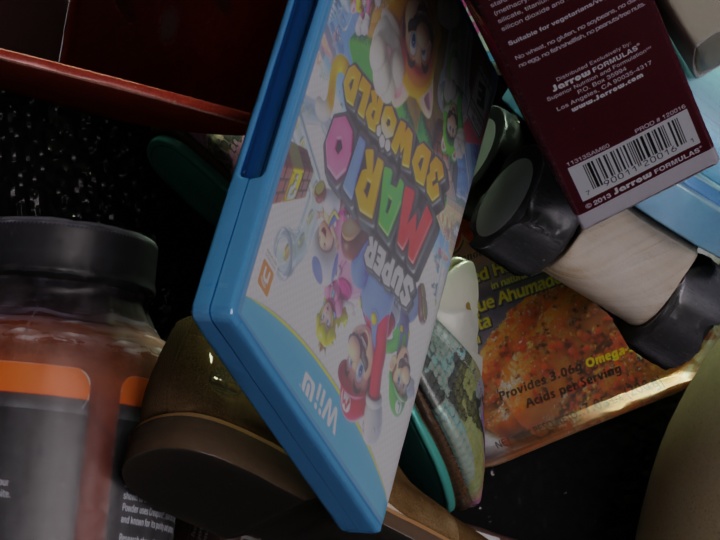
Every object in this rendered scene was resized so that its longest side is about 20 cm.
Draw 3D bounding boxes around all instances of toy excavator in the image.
[{"bbox_3d":[0.124,-0.085,1.145,0.100,0.194,0.200,33,98,-20],"label":"toy excavator"}]

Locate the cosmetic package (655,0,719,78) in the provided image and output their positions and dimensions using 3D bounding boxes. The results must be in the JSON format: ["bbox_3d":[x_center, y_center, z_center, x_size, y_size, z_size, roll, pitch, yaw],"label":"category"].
[{"bbox_3d":[0.118,-0.186,1.051,0.103,0.087,0.200,-31,83,5],"label":"cosmetic package"}]

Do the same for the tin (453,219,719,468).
[{"bbox_3d":[0.073,0.014,1.192,0.200,0.042,0.112,-19,97,-28],"label":"tin"}]

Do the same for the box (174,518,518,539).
[{"bbox_3d":[0.013,0.147,1.126,0.200,0.075,0.100,18,77,-23],"label":"box"}]

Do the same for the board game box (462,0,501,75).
[{"bbox_3d":[0.011,-0.149,1.179,0.200,0.034,0.135,-4,86,-28],"label":"board game box"}]

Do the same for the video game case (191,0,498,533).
[{"bbox_3d":[0.000,-0.030,0.980,0.143,0.018,0.200,59,39,-50],"label":"video game case"}]

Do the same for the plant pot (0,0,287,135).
[{"bbox_3d":[-0.131,-0.154,1.024,0.200,0.176,0.200,13,78,-27],"label":"plant pot"}]

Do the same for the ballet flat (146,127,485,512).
[{"bbox_3d":[0.000,0.000,1.104,0.071,0.069,0.200,-39,90,-21],"label":"ballet flat"}]

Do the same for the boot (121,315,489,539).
[{"bbox_3d":[0.002,0.079,1.046,0.200,0.074,0.076,34,49,-32],"label":"boot"}]

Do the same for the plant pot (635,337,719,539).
[{"bbox_3d":[0.194,0.113,1.179,0.134,0.200,0.200,-40,106,13],"label":"plant pot"}]

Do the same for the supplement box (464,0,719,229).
[{"bbox_3d":[0.058,-0.120,0.994,0.061,0.109,0.200,-26,136,3],"label":"supplement box"}]

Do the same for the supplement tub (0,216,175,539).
[{"bbox_3d":[-0.120,0.084,1.042,0.107,0.107,0.201,11,80,-26],"label":"supplement tub"}]
